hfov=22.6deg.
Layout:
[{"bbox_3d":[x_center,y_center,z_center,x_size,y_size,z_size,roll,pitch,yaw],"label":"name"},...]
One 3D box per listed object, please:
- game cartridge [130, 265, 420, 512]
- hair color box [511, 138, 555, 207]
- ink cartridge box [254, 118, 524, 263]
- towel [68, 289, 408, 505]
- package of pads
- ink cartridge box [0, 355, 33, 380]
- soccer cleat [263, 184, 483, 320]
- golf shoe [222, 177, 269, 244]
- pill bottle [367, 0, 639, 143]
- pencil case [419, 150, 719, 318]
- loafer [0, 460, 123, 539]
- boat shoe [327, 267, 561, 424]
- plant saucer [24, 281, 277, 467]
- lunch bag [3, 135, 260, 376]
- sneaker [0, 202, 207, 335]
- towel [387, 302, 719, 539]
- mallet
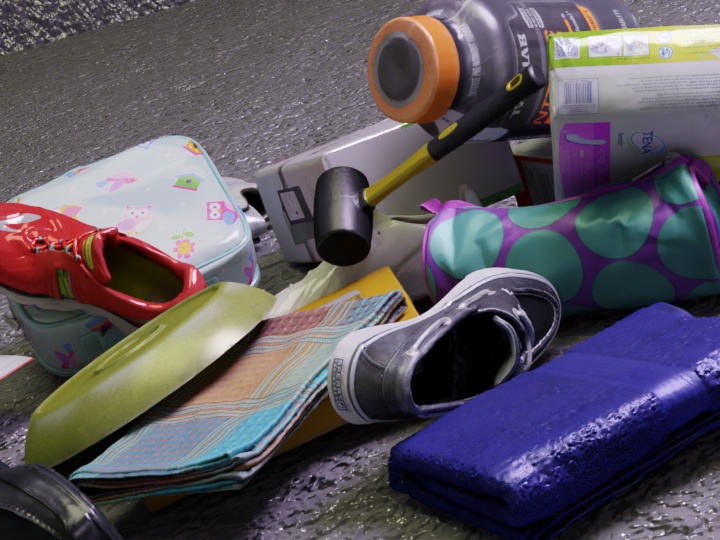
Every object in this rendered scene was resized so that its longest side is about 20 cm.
[{"bbox_3d":[-0.053,0.070,1.148,0.199,0.033,0.176,-24,17,-2],"label":"game cartridge"},{"bbox_3d":[0.223,-0.095,1.368,0.199,0.064,0.111,-27,19,-23],"label":"hair color box"},{"bbox_3d":[0.017,-0.070,1.404,0.145,0.085,0.200,-22,6,-16],"label":"ink cartridge box"},{"bbox_3d":[-0.073,0.074,1.083,0.146,0.022,0.200,-12,21,38],"label":"towel"},{"bbox_3d":[0.200,-0.091,1.168,0.153,0.069,0.200,-3,-18,7],"label":"package of pads"},{"bbox_3d":[-0.333,0.106,1.325,0.199,0.051,0.109,-2,23,40],"label":"ink cartridge box"},{"bbox_3d":[0.000,0.000,1.267,0.199,0.078,0.069,-19,17,-4],"label":"soccer cleat"},{"bbox_3d":[-0.133,-0.038,1.537,0.097,0.079,0.200,-4,22,21],"label":"golf shoe"},{"bbox_3d":[0.100,-0.143,1.264,0.199,0.107,0.106,-8,7,-40],"label":"pill bottle"},{"bbox_3d":[0.139,-0.017,1.150,0.199,0.093,0.085,-11,8,26],"label":"pencil case"},{"bbox_3d":[-0.208,0.149,1.044,0.200,0.068,0.070,7,48,49],"label":"loafer"},{"bbox_3d":[0.068,0.043,1.038,0.067,0.072,0.199,-1,9,40],"label":"boat shoe"},{"bbox_3d":[-0.145,0.063,1.187,0.199,0.031,0.200,-33,8,5],"label":"plant saucer"},{"bbox_3d":[-0.187,-0.007,1.402,0.199,0.077,0.161,-25,53,-13],"label":"lunch bag"},{"bbox_3d":[-0.197,-0.011,1.298,0.199,0.085,0.077,18,65,2],"label":"sneaker"},{"bbox_3d":[0.126,0.079,0.954,0.199,0.050,0.147,-25,11,-22],"label":"towel"},{"bbox_3d":[0.042,-0.082,1.199,0.200,0.041,0.066,-40,37,25],"label":"mallet"}]
